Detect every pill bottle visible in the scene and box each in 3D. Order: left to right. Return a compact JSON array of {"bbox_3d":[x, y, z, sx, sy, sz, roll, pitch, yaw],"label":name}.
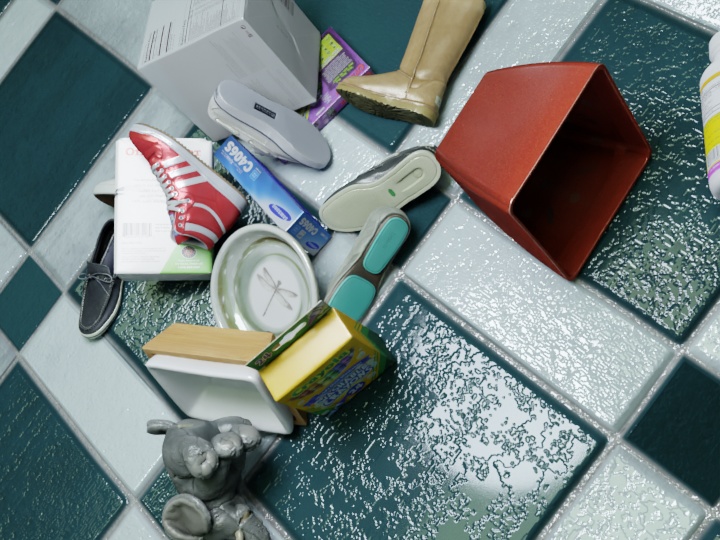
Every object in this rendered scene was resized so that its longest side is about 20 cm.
[{"bbox_3d":[0.461,-0.188,1.043,0.103,0.104,0.204,-6,68,23],"label":"pill bottle"}]

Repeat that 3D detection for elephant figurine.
[{"bbox_3d":[-0.193,0.305,1.157,0.155,0.139,0.204,-156,62,-63],"label":"elephant figurine"}]

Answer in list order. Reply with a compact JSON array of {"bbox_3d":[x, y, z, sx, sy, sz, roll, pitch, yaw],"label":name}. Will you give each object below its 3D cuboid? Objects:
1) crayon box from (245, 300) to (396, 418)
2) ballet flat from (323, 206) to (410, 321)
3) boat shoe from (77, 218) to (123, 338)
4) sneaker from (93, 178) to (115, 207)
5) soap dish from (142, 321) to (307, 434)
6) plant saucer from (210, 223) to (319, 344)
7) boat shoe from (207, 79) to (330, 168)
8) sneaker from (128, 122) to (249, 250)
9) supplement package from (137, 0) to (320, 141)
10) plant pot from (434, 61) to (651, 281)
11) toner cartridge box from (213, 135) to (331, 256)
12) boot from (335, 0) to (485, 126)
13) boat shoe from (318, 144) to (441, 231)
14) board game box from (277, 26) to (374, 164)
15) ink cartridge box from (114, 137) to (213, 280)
[{"bbox_3d":[-0.045,0.118,1.112,0.125,0.200,0.052,-40,64,7],"label":"crayon box"},{"bbox_3d":[0.000,0.000,1.225,0.202,0.067,0.064,-57,29,3],"label":"ballet flat"},{"bbox_3d":[-0.416,0.009,1.417,0.074,0.062,0.203,12,78,27],"label":"boat shoe"},{"bbox_3d":[-0.339,-0.143,1.438,0.196,0.073,0.086,1,68,14],"label":"sneaker"},{"bbox_3d":[-0.178,0.145,1.201,0.197,0.158,0.082,3,52,26],"label":"soap dish"},{"bbox_3d":[-0.128,0.034,1.251,0.197,0.050,0.204,3,96,34],"label":"plant saucer"},{"bbox_3d":[-0.139,-0.206,1.319,0.070,0.198,0.072,-40,30,47],"label":"boat shoe"},{"bbox_3d":[-0.268,-0.113,1.251,0.199,0.071,0.113,37,74,-7],"label":"sneaker"},{"bbox_3d":[-0.194,-0.335,1.337,0.197,0.191,0.149,-16,54,26],"label":"supplement package"},{"bbox_3d":[0.215,-0.142,1.103,0.175,0.199,0.202,31,86,43],"label":"plant pot"},{"bbox_3d":[-0.132,-0.112,1.307,0.043,0.095,0.200,-46,58,3],"label":"toner cartridge box"},{"bbox_3d":[0.075,-0.326,1.309,0.173,0.066,0.203,19,80,17],"label":"boot"},{"bbox_3d":[0.030,-0.118,1.259,0.198,0.072,0.068,-27,24,22],"label":"boat shoe"},{"bbox_3d":[-0.083,-0.277,1.386,0.200,0.032,0.120,-43,55,6],"label":"board game box"},{"bbox_3d":[-0.293,-0.090,1.326,0.143,0.084,0.204,0,82,-6],"label":"ink cartridge box"}]
